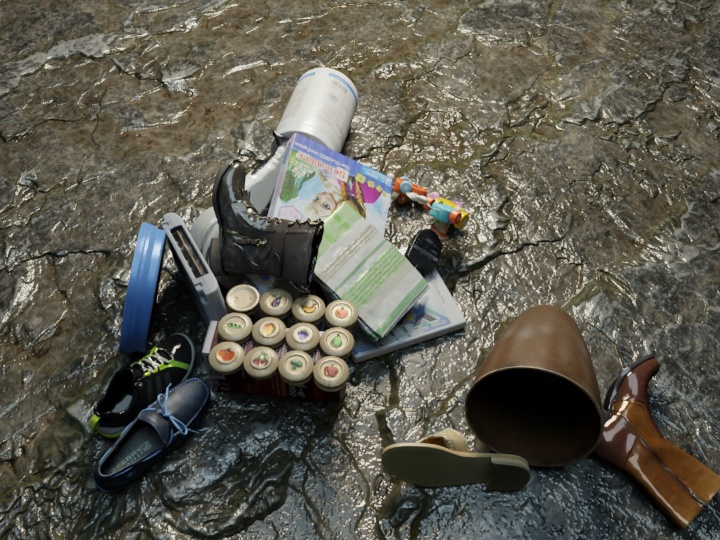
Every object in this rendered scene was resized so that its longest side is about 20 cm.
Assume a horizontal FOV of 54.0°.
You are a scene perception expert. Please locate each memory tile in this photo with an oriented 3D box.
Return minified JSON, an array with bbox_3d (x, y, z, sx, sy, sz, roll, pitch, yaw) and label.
[{"bbox_3d":[-0.107,0.092,1.011,0.199,0.017,0.154,8,51,4],"label":"memory tile"}]

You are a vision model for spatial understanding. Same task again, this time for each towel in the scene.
[{"bbox_3d":[0.000,0.000,1.127,0.200,0.031,0.149,45,56,2],"label":"towel"}]

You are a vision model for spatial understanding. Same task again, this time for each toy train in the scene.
[{"bbox_3d":[0.115,-0.113,1.269,0.150,0.056,0.200,21,15,-10],"label":"toy train"}]

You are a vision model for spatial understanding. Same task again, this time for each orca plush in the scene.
[{"bbox_3d":[-0.199,-0.163,1.286,0.071,0.105,0.201,29,96,46],"label":"orca plush"}]

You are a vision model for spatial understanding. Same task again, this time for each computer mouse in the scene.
[{"bbox_3d":[0.084,0.010,1.191,0.059,0.034,0.200,34,59,-8],"label":"computer mouse"}]

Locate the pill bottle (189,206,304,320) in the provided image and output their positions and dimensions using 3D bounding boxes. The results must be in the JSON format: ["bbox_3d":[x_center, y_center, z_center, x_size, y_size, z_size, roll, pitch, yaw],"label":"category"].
[{"bbox_3d":[-0.188,-0.016,1.168,0.114,0.114,0.200,-36,62,-26],"label":"pill bottle"}]

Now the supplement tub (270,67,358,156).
[{"bbox_3d":[-0.086,-0.285,1.373,0.131,0.132,0.200,12,53,7],"label":"supplement tub"}]

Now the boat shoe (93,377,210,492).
[{"bbox_3d":[-0.283,0.230,0.993,0.084,0.069,0.200,35,62,5],"label":"boat shoe"}]

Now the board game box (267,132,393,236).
[{"bbox_3d":[-0.049,-0.108,1.196,0.199,0.041,0.200,22,58,-20],"label":"board game box"}]

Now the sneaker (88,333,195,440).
[{"bbox_3d":[-0.316,0.162,1.041,0.072,0.083,0.200,25,55,15],"label":"sneaker"}]

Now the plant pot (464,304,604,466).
[{"bbox_3d":[0.264,0.148,1.039,0.186,0.187,0.200,17,38,10],"label":"plant pot"}]

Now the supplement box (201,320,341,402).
[{"bbox_3d":[-0.125,0.137,1.054,0.199,0.109,0.061,4,50,2],"label":"supplement box"}]

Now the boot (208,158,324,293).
[{"bbox_3d":[-0.135,-0.069,1.070,0.173,0.069,0.201,3,87,19],"label":"boot"}]

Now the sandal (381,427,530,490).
[{"bbox_3d":[0.132,0.260,1.007,0.211,0.078,0.070,9,32,-3],"label":"sandal"}]

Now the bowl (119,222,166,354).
[{"bbox_3d":[-0.329,0.029,1.077,0.039,0.201,0.201,10,50,-15],"label":"bowl"}]

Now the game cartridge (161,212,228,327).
[{"bbox_3d":[-0.259,0.014,1.126,0.041,0.133,0.200,-27,52,-13],"label":"game cartridge"}]

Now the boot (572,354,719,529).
[{"bbox_3d":[0.441,0.239,1.027,0.188,0.069,0.200,-37,63,-27],"label":"boot"}]

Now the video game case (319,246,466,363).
[{"bbox_3d":[0.049,0.049,1.186,0.199,0.022,0.183,-16,54,-15],"label":"video game case"}]
